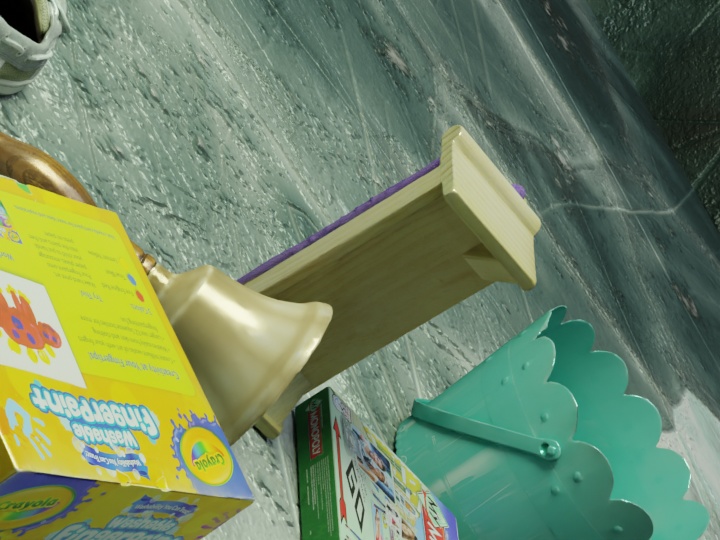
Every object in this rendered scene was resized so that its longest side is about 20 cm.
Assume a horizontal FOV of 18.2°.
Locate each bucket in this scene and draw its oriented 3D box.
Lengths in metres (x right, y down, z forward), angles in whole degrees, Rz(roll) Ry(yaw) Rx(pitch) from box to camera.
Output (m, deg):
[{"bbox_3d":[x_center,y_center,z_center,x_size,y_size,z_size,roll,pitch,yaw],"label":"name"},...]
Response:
[{"bbox_3d":[0.126,0.139,1.493,0.207,0.135,0.207,51,17,-22],"label":"bucket"}]

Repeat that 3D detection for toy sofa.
[{"bbox_3d":[0.000,0.000,1.286,0.083,0.200,0.098,47,25,-26],"label":"toy sofa"}]

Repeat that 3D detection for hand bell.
[{"bbox_3d":[-0.122,-0.005,1.187,0.200,0.104,0.104,41,19,-10],"label":"hand bell"}]

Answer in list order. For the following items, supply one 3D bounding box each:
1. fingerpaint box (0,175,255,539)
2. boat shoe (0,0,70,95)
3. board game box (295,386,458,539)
[{"bbox_3d":[-0.153,0.044,0.993,0.167,0.073,0.200,62,18,20],"label":"fingerpaint box"},{"bbox_3d":[-0.196,-0.140,1.224,0.075,0.065,0.202,56,16,-3],"label":"boat shoe"},{"bbox_3d":[0.015,0.173,1.307,0.135,0.029,0.200,47,19,-27],"label":"board game box"}]
